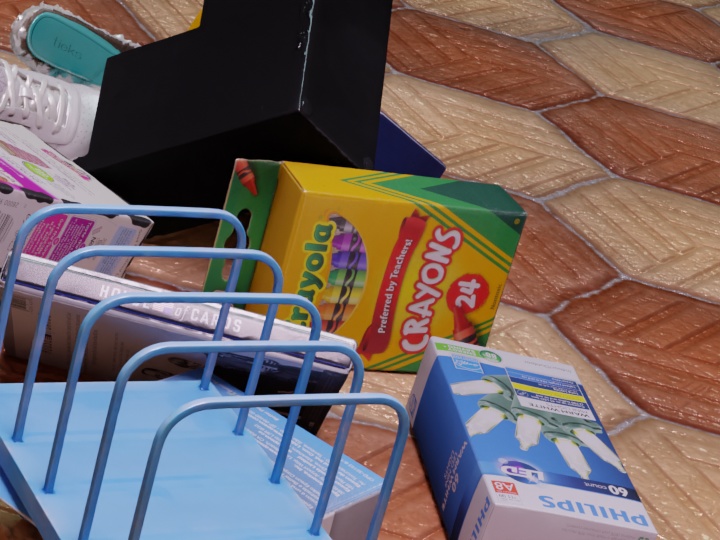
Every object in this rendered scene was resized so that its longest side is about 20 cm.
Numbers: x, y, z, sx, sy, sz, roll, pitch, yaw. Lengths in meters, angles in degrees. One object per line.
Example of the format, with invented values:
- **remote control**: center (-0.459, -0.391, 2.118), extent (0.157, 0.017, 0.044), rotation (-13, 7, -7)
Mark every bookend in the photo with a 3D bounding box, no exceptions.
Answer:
- **bookend**: center (-0.088, -0.145, 1.419), extent (0.092, 0.199, 0.199), rotation (42, 44, -45)

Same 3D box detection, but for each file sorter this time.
- **file sorter**: center (-0.084, 0.065, 0.977), extent (0.138, 0.123, 0.200), rotation (2, 27, -32)

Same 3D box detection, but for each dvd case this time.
- **dvd case**: center (-0.110, 0.045, 1.180), extent (0.199, 0.025, 0.150), rotation (16, -19, -4)

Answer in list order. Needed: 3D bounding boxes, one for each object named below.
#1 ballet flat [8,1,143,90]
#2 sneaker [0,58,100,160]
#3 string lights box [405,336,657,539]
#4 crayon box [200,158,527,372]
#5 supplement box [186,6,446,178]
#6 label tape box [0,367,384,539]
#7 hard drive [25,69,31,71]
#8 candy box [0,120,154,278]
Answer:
- **ballet flat**: center (-0.190, -0.150, 1.602), extent (0.200, 0.072, 0.072), rotation (31, 16, -24)
- **sneaker**: center (-0.254, -0.112, 1.459), extent (0.199, 0.100, 0.075), rotation (4, 68, -15)
- **string lights box**: center (0.098, 0.119, 1.222), extent (0.102, 0.059, 0.200), rotation (12, 23, -15)
- **crayon box**: center (0.000, 0.000, 1.347), extent (0.199, 0.127, 0.051), rotation (4, 25, -25)
- **supplement box**: center (-0.056, -0.093, 1.504), extent (0.200, 0.109, 0.109), rotation (34, -1, 36)
- **label tape box**: center (-0.101, 0.128, 1.059), extent (0.143, 0.066, 0.200), rotation (29, 28, 29)
- **hard drive**: center (-0.311, -0.133, 1.571), extent (0.199, 0.026, 0.132), rotation (8, 24, -20)
- **candy box**: center (-0.242, -0.052, 1.293), extent (0.136, 0.061, 0.200), rotation (35, 10, 25)
